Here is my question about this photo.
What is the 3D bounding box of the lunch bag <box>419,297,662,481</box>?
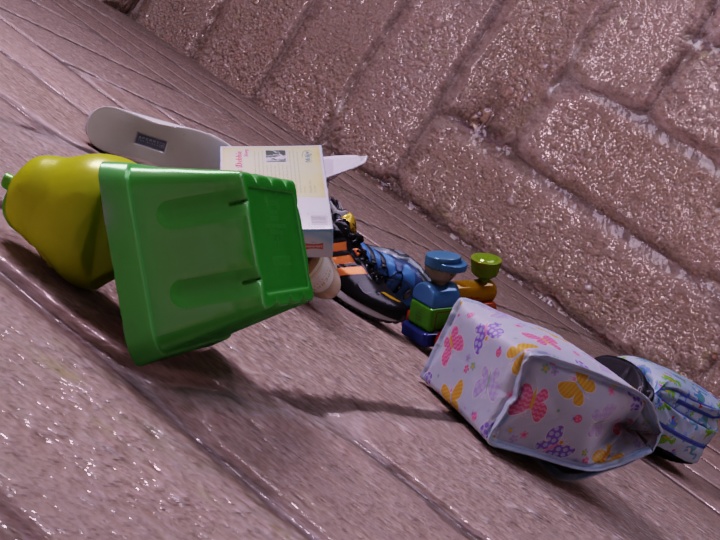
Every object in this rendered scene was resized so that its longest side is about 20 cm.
[{"bbox_3d":[0.189,0.129,1.472,0.200,0.127,0.170,18,11,-29],"label":"lunch bag"}]

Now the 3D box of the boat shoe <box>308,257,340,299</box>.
[{"bbox_3d":[-0.080,-0.027,1.585,0.065,0.072,0.200,41,2,-35],"label":"boat shoe"}]

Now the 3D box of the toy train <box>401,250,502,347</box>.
[{"bbox_3d":[0.149,0.031,1.748,0.200,0.116,0.085,-4,22,-35],"label":"toy train"}]

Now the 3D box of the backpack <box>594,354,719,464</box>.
[{"bbox_3d":[0.423,0.199,2.064,0.200,0.154,0.163,44,-5,-25],"label":"backpack"}]

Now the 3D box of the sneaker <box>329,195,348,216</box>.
[{"bbox_3d":[-0.058,-0.072,1.956,0.074,0.080,0.200,29,6,-20],"label":"sneaker"}]

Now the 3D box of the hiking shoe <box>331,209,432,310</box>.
[{"bbox_3d":[0.000,0.000,1.815,0.200,0.074,0.087,31,26,0],"label":"hiking shoe"}]

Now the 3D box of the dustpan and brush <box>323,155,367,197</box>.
[{"bbox_3d":[-0.097,-0.097,1.800,0.200,0.140,0.057,-2,72,-39],"label":"dustpan and brush"}]

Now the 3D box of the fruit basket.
[{"bbox_3d":[-0.152,-0.015,1.010,0.215,0.156,0.216,-10,0,0],"label":"fruit basket"}]

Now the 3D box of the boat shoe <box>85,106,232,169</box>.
[{"bbox_3d":[-0.217,-0.139,1.664,0.201,0.070,0.072,22,5,-1],"label":"boat shoe"}]

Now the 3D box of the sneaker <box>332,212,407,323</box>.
[{"bbox_3d":[-0.018,-0.018,1.689,0.200,0.090,0.070,34,7,9],"label":"sneaker"}]

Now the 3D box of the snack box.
[{"bbox_3d":[-0.093,-0.077,1.545,0.116,0.037,0.200,-1,31,-5],"label":"snack box"}]
